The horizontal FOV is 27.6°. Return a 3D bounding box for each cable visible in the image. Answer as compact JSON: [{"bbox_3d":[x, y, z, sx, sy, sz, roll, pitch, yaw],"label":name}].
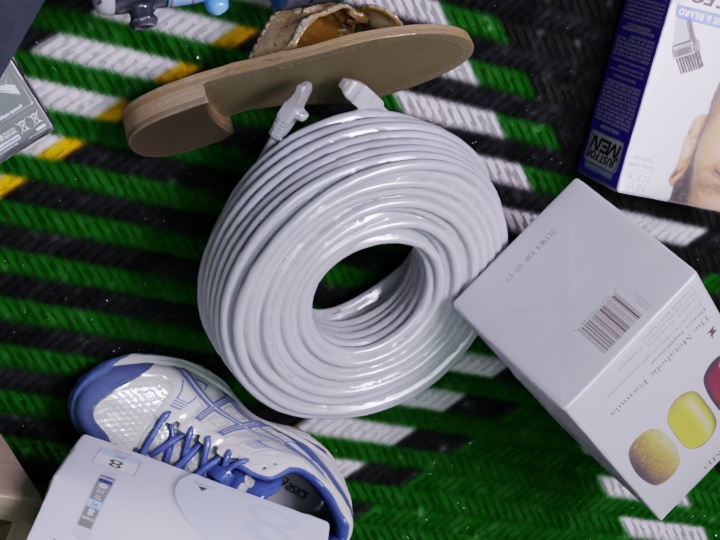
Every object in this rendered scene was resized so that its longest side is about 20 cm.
[{"bbox_3d":[0.000,0.000,0.891,0.199,0.069,0.200,21,111,-39],"label":"cable"}]

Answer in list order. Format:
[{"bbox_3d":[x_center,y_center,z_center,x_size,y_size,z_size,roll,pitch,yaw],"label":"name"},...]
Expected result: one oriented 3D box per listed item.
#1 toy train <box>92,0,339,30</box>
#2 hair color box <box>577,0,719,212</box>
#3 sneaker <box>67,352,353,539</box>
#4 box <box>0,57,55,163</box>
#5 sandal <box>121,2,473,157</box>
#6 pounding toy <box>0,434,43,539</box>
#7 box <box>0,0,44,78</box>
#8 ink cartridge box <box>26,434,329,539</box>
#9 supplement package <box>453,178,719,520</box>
[{"bbox_3d":[-0.074,-0.198,0.805,0.199,0.087,0.115,-12,83,-15],"label":"toy train"},{"bbox_3d":[0.225,-0.144,0.953,0.109,0.065,0.201,9,105,-22],"label":"hair color box"},{"bbox_3d":[-0.086,0.115,0.916,0.199,0.088,0.076,25,100,-23],"label":"sneaker"},{"bbox_3d":[-0.293,-0.095,0.798,0.199,0.050,0.158,-33,114,-7],"label":"box"},{"bbox_3d":[-0.044,-0.134,0.864,0.210,0.078,0.070,-17,71,2],"label":"sandal"},{"bbox_3d":[-0.320,0.174,0.844,0.183,0.142,0.201,16,102,-36],"label":"pounding toy"},{"bbox_3d":[-0.261,-0.157,0.685,0.196,0.124,0.201,27,81,7],"label":"box"},{"bbox_3d":[-0.102,0.163,0.786,0.159,0.200,0.048,21,101,-3],"label":"ink cartridge box"},{"bbox_3d":[0.165,0.055,0.930,0.114,0.110,0.200,-45,141,0],"label":"supplement package"}]
